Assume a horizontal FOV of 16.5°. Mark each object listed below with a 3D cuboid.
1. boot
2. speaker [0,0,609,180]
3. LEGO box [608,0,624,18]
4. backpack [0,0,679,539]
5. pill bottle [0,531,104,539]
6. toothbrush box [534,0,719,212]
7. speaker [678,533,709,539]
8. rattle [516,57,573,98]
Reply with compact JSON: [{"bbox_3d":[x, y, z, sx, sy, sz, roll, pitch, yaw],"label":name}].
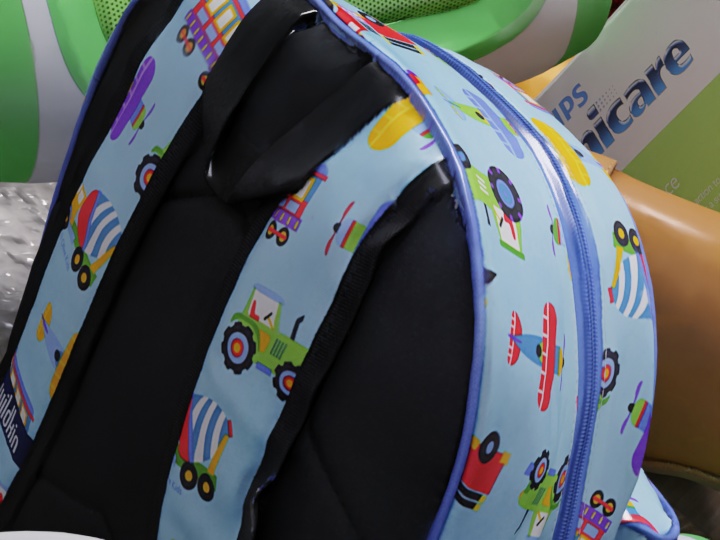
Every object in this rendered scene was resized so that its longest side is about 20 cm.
[{"bbox_3d":[0.079,-0.006,0.673,0.155,0.200,0.077,44,66,1],"label":"boot"},{"bbox_3d":[-0.029,-0.083,0.737,0.199,0.089,0.089,-13,38,-21],"label":"speaker"},{"bbox_3d":[0.182,-0.081,1.090,0.199,0.077,0.149,12,28,-17],"label":"LEGO box"},{"bbox_3d":[-0.005,0.030,0.598,0.134,0.201,0.183,-1,32,-37],"label":"backpack"},{"bbox_3d":[-0.051,0.149,0.426,0.119,0.120,0.200,9,28,-22],"label":"pill bottle"},{"bbox_3d":[0.152,-0.004,0.768,0.086,0.146,0.201,-8,61,-44],"label":"toothbrush box"},{"bbox_3d":[0.148,0.117,0.673,0.199,0.089,0.089,7,29,-26],"label":"speaker"},{"bbox_3d":[0.009,-0.133,0.827,0.142,0.201,0.130,2,26,23],"label":"rattle"}]
